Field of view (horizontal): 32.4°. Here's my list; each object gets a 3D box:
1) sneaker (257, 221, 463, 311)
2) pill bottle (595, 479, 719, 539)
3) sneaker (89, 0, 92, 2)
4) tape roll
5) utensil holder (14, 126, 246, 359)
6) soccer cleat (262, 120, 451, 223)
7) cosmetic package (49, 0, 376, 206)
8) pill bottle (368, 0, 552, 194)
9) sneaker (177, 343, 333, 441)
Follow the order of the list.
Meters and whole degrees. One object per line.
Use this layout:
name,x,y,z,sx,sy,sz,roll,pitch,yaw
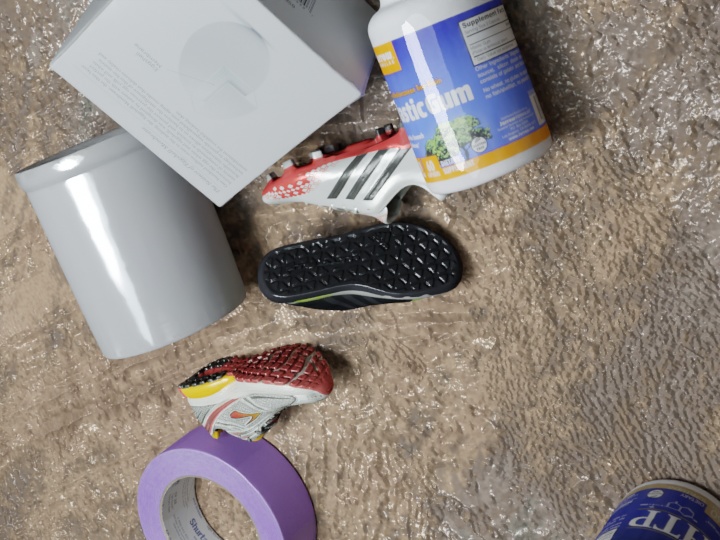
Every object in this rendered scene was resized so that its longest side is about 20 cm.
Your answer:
sneaker,0.000,0.000,1.167,0.199,0.083,0.072,-1,75,12
pill bottle,0.241,0.274,1.043,0.119,0.200,0.120,12,117,26
sneaker,-0.230,-0.257,1.191,0.199,0.075,0.089,30,128,15
tape roll,-0.149,0.273,1.369,0.199,0.066,0.201,12,115,26
utensil holder,-0.220,-0.037,1.220,0.169,0.170,0.201,-13,106,35
soccer cleat,-0.005,-0.077,1.130,0.199,0.069,0.086,-16,97,31
cosmetic package,-0.121,-0.197,1.075,0.199,0.123,0.200,40,129,-21
pill bottle,0.072,-0.173,1.011,0.112,0.112,0.201,-16,101,35
sneaker,-0.098,0.130,1.278,0.199,0.078,0.083,-12,108,44
